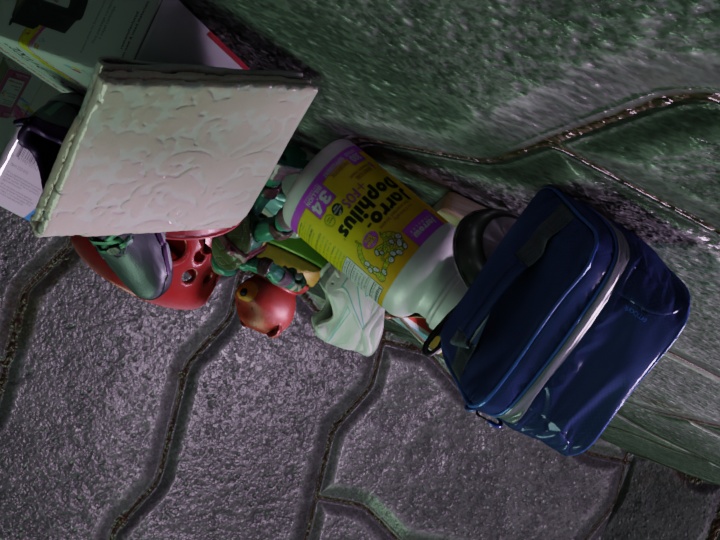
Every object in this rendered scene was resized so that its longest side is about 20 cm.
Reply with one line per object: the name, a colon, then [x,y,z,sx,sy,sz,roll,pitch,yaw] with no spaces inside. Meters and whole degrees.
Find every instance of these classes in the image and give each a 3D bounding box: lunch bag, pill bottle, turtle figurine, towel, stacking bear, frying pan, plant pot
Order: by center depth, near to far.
lunch bag: [0.152,0.043,0.937,0.131,0.201,0.136,29,-165,-23]
towel: [-0.155,-0.096,0.942,0.197,0.192,0.033,-4,-125,-37]
frying pan: [0.109,-0.001,1.042,0.188,0.116,0.031,-16,162,-37]
pill bottle: [0.027,-0.028,1.098,0.199,0.105,0.104,40,177,11]
turtle figurine: [-0.112,-0.041,1.247,0.151,0.100,0.200,60,139,12]
stacking bear: [-0.094,-0.017,1.437,0.120,0.203,0.113,19,173,36]
plant pot: [-0.245,-0.079,1.454,0.198,0.184,0.201,28,-166,-8]

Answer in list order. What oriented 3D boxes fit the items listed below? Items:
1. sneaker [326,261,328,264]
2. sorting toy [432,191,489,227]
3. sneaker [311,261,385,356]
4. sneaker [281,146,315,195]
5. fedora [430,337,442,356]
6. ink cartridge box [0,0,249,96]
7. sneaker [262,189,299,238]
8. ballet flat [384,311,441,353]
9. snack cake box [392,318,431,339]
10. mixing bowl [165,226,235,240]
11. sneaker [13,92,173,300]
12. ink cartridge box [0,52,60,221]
sneaker: [0.024,-0.044,1.438,0.069,0.111,0.199,18,-158,26]
sorting toy: [0.156,0.002,1.219,0.197,0.071,0.199,25,174,-2]
sneaker: [0.000,0.000,1.241,0.079,0.203,0.071,11,-157,-11]
sneaker: [-0.016,-0.073,1.302,0.075,0.105,0.202,11,135,47]
fedora: [0.175,0.058,1.418,0.196,0.083,0.201,-3,161,-1]
ink cartridge box: [-0.218,-0.193,0.984,0.198,0.084,0.146,22,173,28]
sneaker: [-0.126,-0.129,1.345,0.199,0.074,0.082,36,132,3]
ballet flat: [0.105,0.061,1.242,0.198,0.073,0.068,22,174,28]
snack cake box: [0.086,0.022,1.441,0.067,0.116,0.200,26,175,29]
mixing bowl: [-0.193,-0.131,1.125,0.197,0.110,0.201,16,-150,-10]
sneaker: [-0.242,-0.053,1.011,0.074,0.202,0.088,-21,-167,28]
ink cartridge box: [-0.343,-0.160,1.230,0.084,0.202,0.144,25,175,24]
